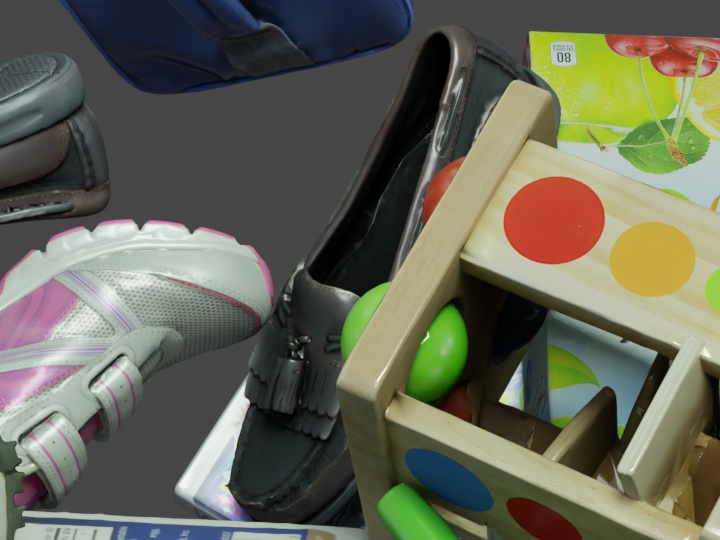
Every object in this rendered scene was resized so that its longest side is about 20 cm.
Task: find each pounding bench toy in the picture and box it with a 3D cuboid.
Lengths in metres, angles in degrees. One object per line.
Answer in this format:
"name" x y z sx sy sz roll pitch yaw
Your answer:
"pounding bench toy" 0.062 0.068 0.914 0.155 0.125 0.201 23 64 18

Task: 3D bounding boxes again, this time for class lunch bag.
"lunch bag" -0.059 -0.159 1.076 0.135 0.200 0.133 -14 61 14

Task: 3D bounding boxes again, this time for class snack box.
"snack box" 0.146 0.009 1.073 0.167 0.068 0.201 1 60 -4

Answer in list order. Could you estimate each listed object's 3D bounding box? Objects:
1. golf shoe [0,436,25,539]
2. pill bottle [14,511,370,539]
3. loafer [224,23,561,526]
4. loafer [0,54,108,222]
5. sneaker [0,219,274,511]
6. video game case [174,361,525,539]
"golf shoe" -0.183 0.127 0.913 0.077 0.088 0.201 37 93 20
"pill bottle" -0.093 0.142 0.995 0.198 0.111 0.112 2 66 3
"loafer" 0.000 0.000 1.046 0.072 0.063 0.201 23 80 45
"loafer" -0.191 -0.018 1.070 0.199 0.072 0.063 -21 113 3
"sneaker" -0.121 0.050 1.054 0.199 0.081 0.089 -21 64 -4
"video game case" 0.049 0.078 1.081 0.199 0.018 0.144 29 69 11
